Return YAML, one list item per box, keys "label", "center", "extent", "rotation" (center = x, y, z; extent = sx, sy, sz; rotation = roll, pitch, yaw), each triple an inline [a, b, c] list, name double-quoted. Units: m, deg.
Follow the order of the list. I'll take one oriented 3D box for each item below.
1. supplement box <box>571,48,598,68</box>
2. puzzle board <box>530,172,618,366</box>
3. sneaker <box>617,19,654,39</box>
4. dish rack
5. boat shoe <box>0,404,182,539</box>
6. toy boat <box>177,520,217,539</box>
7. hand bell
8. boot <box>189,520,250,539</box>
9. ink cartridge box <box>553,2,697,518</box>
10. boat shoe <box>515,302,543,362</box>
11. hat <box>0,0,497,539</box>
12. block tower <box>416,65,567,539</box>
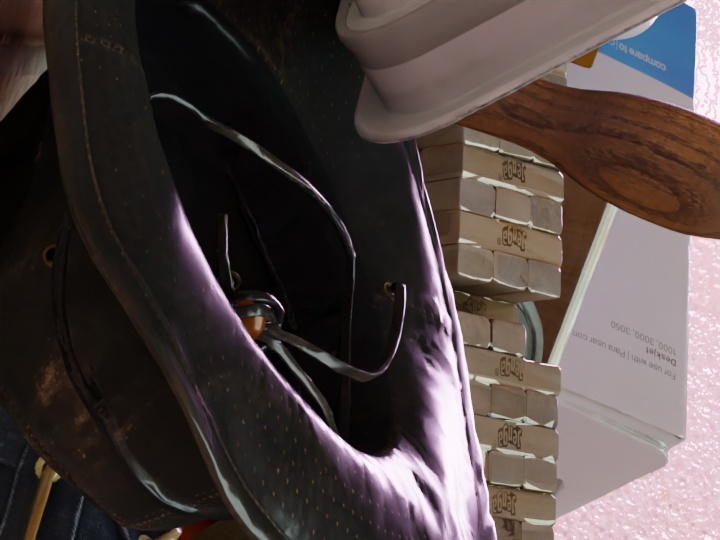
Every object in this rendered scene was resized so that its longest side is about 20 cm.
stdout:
- label: "supplement box"
  center: [0.058, -0.209, 0.881]
  extent: [0.200, 0.132, 0.198]
  rotation: [-67, 178, -55]
- label: "puzzle board"
  center: [0.000, 0.000, 1.053]
  extent: [0.017, 0.199, 0.151]
  rotation: [25, 84, -49]
- label: "sneaker"
  center: [0.056, -0.165, 1.065]
  extent: [0.074, 0.082, 0.201]
  rotation: [-32, -121, 23]
- label: "dish rack"
  center: [0.068, -0.121, 0.689]
  extent: [0.171, 0.044, 0.200]
  rotation: [-26, -155, 22]
- label: "boat shoe"
  center: [-0.072, 0.063, 0.728]
  extent: [0.071, 0.091, 0.201]
  rotation: [108, 3, -65]
- label: "toy boat"
  center: [-0.068, 0.095, 0.942]
  extent: [0.130, 0.131, 0.200]
  rotation: [-41, -134, 20]
- label: "hand bell"
  center: [0.030, -0.051, 0.782]
  extent: [0.104, 0.199, 0.105]
  rotation: [20, 90, -88]
- label: "boot"
  center: [-0.049, 0.177, 0.844]
  extent: [0.200, 0.155, 0.073]
  rotation: [-38, -160, 15]
- label: "ink cartridge box"
  center: [0.055, -0.006, 1.122]
  extent: [0.144, 0.084, 0.201]
  rotation: [-34, -137, 47]
- label: "boat shoe"
  center: [-0.019, -0.015, 0.934]
  extent: [0.200, 0.068, 0.072]
  rotation: [53, 56, -35]
- label: "hat"
  center: [-0.044, -0.003, 0.645]
  extent: [0.081, 0.201, 0.201]
  rotation: [-24, -162, 22]
- label: "block tower"
  center: [0.026, 0.017, 0.888]
  extent: [0.054, 0.058, 0.201]
  rotation: [12, 76, -47]
